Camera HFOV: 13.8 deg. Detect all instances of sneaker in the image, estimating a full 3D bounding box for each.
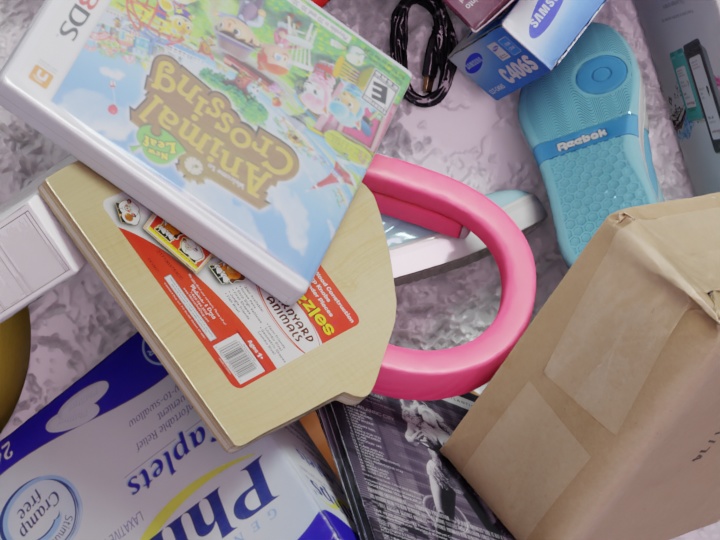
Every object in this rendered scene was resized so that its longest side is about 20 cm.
[{"bbox_3d":[0.151,-0.043,1.797,0.080,0.131,0.200,-12,53,12],"label":"sneaker"},{"bbox_3d":[0.012,-0.032,1.763,0.200,0.074,0.082,-15,86,-18],"label":"sneaker"}]

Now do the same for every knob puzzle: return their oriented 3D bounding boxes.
[{"bbox_3d":[-0.062,-0.004,1.618,0.220,0.030,0.220,20,48,-25],"label":"knob puzzle"}]

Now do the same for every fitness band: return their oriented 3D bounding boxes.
[{"bbox_3d":[0.000,0.000,1.686,0.200,0.037,0.144,16,55,2],"label":"fitness band"}]

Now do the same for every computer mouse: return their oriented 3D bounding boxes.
[{"bbox_3d":[0.057,-0.197,1.806,0.059,0.034,0.200,17,90,-12],"label":"computer mouse"}]

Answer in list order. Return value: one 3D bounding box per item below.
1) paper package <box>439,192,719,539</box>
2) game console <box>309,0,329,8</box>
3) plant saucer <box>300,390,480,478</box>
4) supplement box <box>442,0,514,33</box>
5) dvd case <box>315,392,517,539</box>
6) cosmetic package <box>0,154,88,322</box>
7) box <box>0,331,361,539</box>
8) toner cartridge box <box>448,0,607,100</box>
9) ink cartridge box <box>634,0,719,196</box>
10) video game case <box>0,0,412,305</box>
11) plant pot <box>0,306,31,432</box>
[{"bbox_3d":[0.173,0.058,1.660,0.191,0.200,0.103,-10,52,-49],"label":"paper package"},{"bbox_3d":[-0.084,-0.234,1.743,0.172,0.119,0.200,-43,96,-1],"label":"game console"},{"bbox_3d":[0.011,0.156,1.770,0.200,0.037,0.200,1,87,-13],"label":"plant saucer"},{"bbox_3d":[0.036,-0.254,1.704,0.200,0.131,0.103,44,110,-9],"label":"supplement box"},{"bbox_3d":[0.046,0.122,1.656,0.149,0.200,0.016,22,119,-30],"label":"dvd case"},{"bbox_3d":[-0.162,-0.032,1.655,0.083,0.200,0.051,-29,99,26],"label":"cosmetic package"},{"bbox_3d":[-0.103,0.153,1.642,0.184,0.105,0.200,-39,55,3],"label":"box"},{"bbox_3d":[0.139,-0.196,1.774,0.043,0.095,0.200,40,72,-8],"label":"toner cartridge box"},{"bbox_3d":[0.270,-0.127,1.784,0.147,0.146,0.200,-18,92,-12],"label":"ink cartridge box"},{"bbox_3d":[-0.082,-0.102,1.625,0.200,0.022,0.182,35,49,-11],"label":"video game case"},{"bbox_3d":[-0.277,0.035,1.660,0.200,0.142,0.200,1,87,-12],"label":"plant pot"}]
